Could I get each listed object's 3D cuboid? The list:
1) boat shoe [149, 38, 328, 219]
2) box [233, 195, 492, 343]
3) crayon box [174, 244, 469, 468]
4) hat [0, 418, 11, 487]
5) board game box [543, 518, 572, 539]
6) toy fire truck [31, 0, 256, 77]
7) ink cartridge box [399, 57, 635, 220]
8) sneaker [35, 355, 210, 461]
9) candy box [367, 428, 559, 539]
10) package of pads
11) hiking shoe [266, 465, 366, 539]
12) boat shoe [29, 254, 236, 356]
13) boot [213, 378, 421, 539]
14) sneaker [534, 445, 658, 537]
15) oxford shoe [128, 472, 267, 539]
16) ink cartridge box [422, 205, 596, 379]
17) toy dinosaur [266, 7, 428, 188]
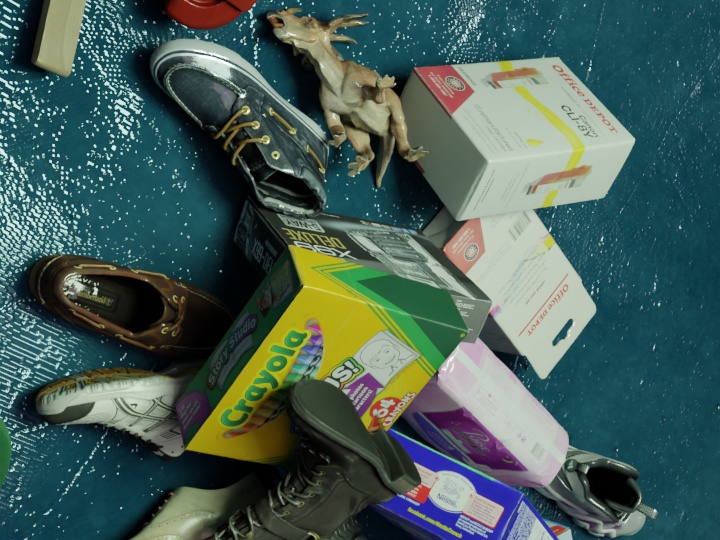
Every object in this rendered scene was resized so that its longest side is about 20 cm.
[{"bbox_3d":[-0.103,-0.126,1.120,0.200,0.071,0.091,31,36,-33],"label":"boat shoe"},{"bbox_3d":[0.000,0.000,1.163,0.200,0.158,0.050,10,112,-30],"label":"box"},{"bbox_3d":[-0.035,0.085,1.068,0.172,0.058,0.200,15,124,-35],"label":"crayon box"},{"bbox_3d":[-0.401,0.121,0.997,0.166,0.176,0.200,-37,151,-28],"label":"hat"},{"bbox_3d":[0.161,0.405,1.379,0.196,0.056,0.200,-20,105,-31],"label":"board game box"},{"bbox_3d":[-0.185,-0.254,1.063,0.176,0.129,0.200,31,116,-31],"label":"toy fire truck"},{"bbox_3d":[0.153,-0.138,1.263,0.200,0.145,0.083,-10,141,-34],"label":"ink cartridge box"},{"bbox_3d":[-0.187,0.130,1.107,0.200,0.076,0.088,-3,98,-32],"label":"sneaker"},{"bbox_3d":[0.092,0.236,1.205,0.077,0.169,0.200,-59,152,-14],"label":"candy box"},{"bbox_3d":[0.109,0.138,1.269,0.200,0.120,0.076,45,60,-28],"label":"package of pads"},{"bbox_3d":[-0.067,0.200,1.195,0.074,0.087,0.200,-2,72,-56],"label":"hiking shoe"},{"bbox_3d":[-0.190,0.036,1.100,0.200,0.070,0.070,15,85,-35],"label":"boat shoe"},{"bbox_3d":[-0.055,0.190,1.066,0.174,0.069,0.200,-35,135,10],"label":"boot"},{"bbox_3d":[0.288,0.260,1.400,0.200,0.140,0.078,31,77,-32],"label":"sneaker"},{"bbox_3d":[-0.174,0.243,1.145,0.200,0.071,0.074,-13,65,-25],"label":"oxford shoe"},{"bbox_3d":[0.157,0.008,1.333,0.116,0.067,0.200,-48,116,-21],"label":"ink cartridge box"},{"bbox_3d":[-0.002,-0.174,1.208,0.086,0.136,0.200,-26,140,9],"label":"toy dinosaur"}]
